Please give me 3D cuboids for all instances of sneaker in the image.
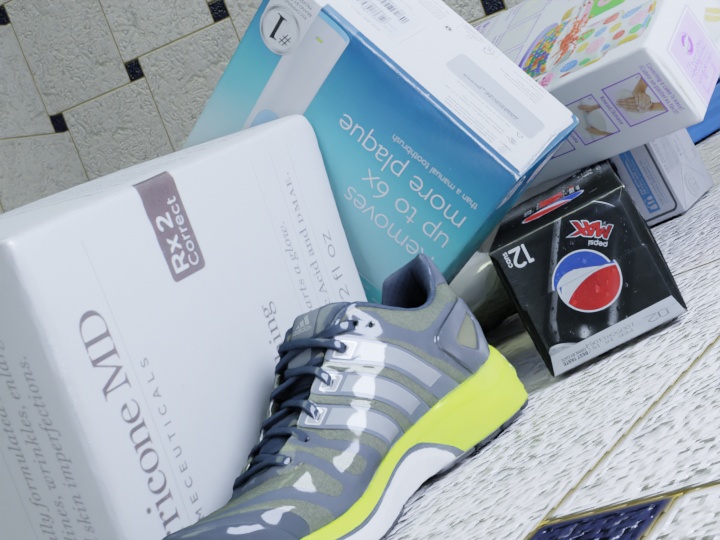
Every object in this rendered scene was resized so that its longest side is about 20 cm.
[{"bbox_3d":[0.035,0.009,0.799,0.074,0.088,0.200,-22,2,-27],"label":"sneaker"},{"bbox_3d":[-0.014,0.059,0.493,0.074,0.081,0.200,-26,4,41],"label":"sneaker"}]

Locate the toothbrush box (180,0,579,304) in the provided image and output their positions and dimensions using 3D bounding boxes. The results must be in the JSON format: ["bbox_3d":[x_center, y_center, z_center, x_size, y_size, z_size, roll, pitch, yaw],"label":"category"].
[{"bbox_3d":[-0.011,-0.041,0.650,0.085,0.146,0.200,-40,-10,-51],"label":"toothbrush box"}]

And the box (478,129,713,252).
[{"bbox_3d":[0.130,-0.064,0.900,0.199,0.117,0.060,-24,8,40],"label":"box"}]

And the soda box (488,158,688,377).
[{"bbox_3d":[0.111,-0.008,0.640,0.070,0.064,0.200,-28,3,11],"label":"soda box"}]

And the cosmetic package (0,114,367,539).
[{"bbox_3d":[-0.111,0.047,0.565,0.164,0.166,0.200,-13,12,34],"label":"cosmetic package"}]

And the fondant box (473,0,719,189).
[{"bbox_3d":[0.123,-0.118,0.760,0.199,0.058,0.145,-22,29,46],"label":"fondant box"}]

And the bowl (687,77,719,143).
[{"bbox_3d":[0.283,-0.130,1.268,0.200,0.040,0.201,-28,3,2],"label":"bowl"}]
